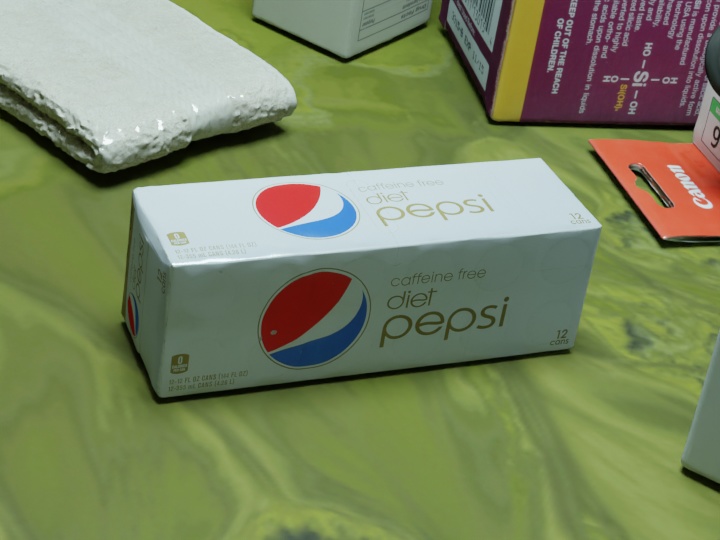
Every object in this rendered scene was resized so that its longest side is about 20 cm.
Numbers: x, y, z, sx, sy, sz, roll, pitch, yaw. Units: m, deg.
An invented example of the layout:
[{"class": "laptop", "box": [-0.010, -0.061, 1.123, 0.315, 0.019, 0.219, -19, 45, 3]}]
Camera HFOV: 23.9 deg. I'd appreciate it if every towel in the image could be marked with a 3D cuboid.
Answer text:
[{"class": "towel", "box": [-0.147, -0.115, 0.916, 0.132, 0.035, 0.200, -23, 45, -39]}]

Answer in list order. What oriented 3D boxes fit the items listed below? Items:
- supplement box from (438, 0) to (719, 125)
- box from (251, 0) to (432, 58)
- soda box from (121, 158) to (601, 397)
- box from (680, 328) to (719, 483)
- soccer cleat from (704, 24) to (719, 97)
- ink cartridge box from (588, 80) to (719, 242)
[{"class": "supplement box", "box": [0.161, -0.159, 1.000, 0.199, 0.104, 0.131, 1, 34, -13]}, {"class": "box", "box": [0.001, -0.236, 0.987, 0.077, 0.201, 0.095, 27, 35, 26]}, {"class": "soda box", "box": [0.000, 0.000, 0.739, 0.199, 0.068, 0.064, -6, 35, -23]}, {"class": "box", "box": [0.237, 0.001, 0.722, 0.106, 0.153, 0.200, 24, 35, 24]}, {"class": "soccer cleat", "box": [0.269, -0.112, 0.911, 0.199, 0.069, 0.073, -4, 10, -14]}, {"class": "ink cartridge box", "box": [0.237, -0.065, 0.921, 0.199, 0.051, 0.109, -1, 34, -18]}]
